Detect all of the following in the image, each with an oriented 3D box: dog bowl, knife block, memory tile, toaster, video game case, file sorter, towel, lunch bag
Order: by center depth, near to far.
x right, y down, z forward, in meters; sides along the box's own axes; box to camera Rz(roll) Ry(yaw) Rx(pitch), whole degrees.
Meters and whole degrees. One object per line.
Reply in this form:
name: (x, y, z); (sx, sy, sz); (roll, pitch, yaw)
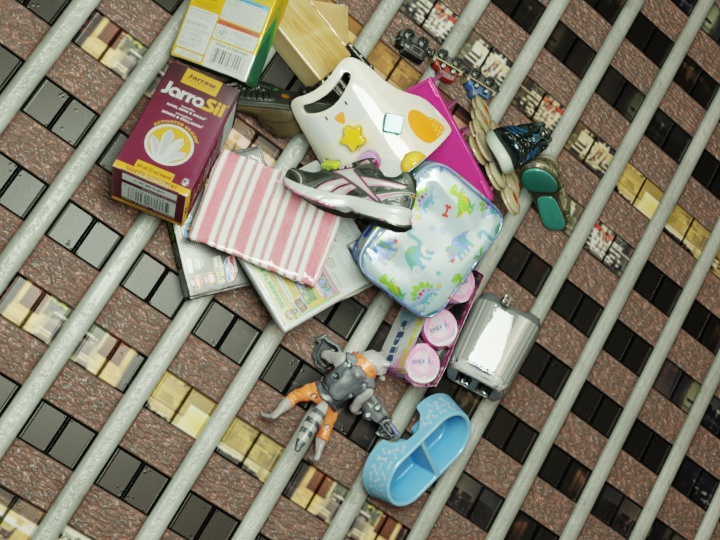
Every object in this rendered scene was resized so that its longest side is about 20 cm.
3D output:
towel: (-0.133, -0.074, 1.408); (0.199, 0.030, 0.147); (21, 71, -8)
lunch bag: (0.094, -0.049, 1.414); (0.160, 0.082, 0.201); (36, 92, -14)
video game case: (-0.089, -0.037, 1.437); (0.181, 0.022, 0.201); (-30, 86, -21)
knife block: (-0.075, -0.321, 1.505); (0.198, 0.064, 0.177); (4, 84, -21)
dog bowl: (0.093, 0.280, 1.512); (0.200, 0.049, 0.112); (-41, 130, -20)
file sorter: (0.110, -0.186, 1.517); (0.201, 0.138, 0.125); (61, 25, -9)
toaster: (0.204, 0.121, 1.518); (0.113, 0.200, 0.130); (26, 77, 7)
memory tile: (0.216, -0.186, 1.553); (0.017, 0.200, 0.154); (-25, 115, 22)

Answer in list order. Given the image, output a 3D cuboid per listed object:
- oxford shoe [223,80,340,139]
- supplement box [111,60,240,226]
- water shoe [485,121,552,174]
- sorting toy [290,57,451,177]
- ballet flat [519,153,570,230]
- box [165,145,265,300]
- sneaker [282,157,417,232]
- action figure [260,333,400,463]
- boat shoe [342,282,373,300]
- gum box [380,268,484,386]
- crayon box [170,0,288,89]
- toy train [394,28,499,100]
oxford shoe: (-0.135, -0.235, 1.470); (0.198, 0.073, 0.085); (10, 126, -3)
supplement box: (-0.256, -0.178, 1.370); (0.110, 0.086, 0.201); (22, 59, -4)
water shoe: (0.249, -0.203, 1.519); (0.079, 0.200, 0.072); (-27, 95, 22)
sorting toy: (-0.006, -0.203, 1.414); (0.180, 0.199, 0.107); (51, 27, -10)
ballet flat: (0.306, -0.144, 1.607); (0.200, 0.067, 0.076); (51, 49, -53)
box: (-0.203, -0.071, 1.447); (0.159, 0.044, 0.202); (-13, 91, -22)
sneaker: (-0.007, -0.118, 1.364); (0.199, 0.080, 0.087); (18, 84, 18)
action figure: (-0.021, 0.203, 1.468); (0.200, 0.105, 0.194); (44, 85, -6)
boat shoe: (0.000, 0.000, 1.507); (0.199, 0.075, 0.062); (-25, 97, -23)
gum box: (0.104, 0.084, 1.521); (0.066, 0.113, 0.201); (29, 77, -17)
crayon box: (-0.179, -0.382, 1.425); (0.125, 0.052, 0.201); (22, 92, 12)
toy train: (0.142, -0.332, 1.609); (0.199, 0.034, 0.046); (26, 81, -18)
